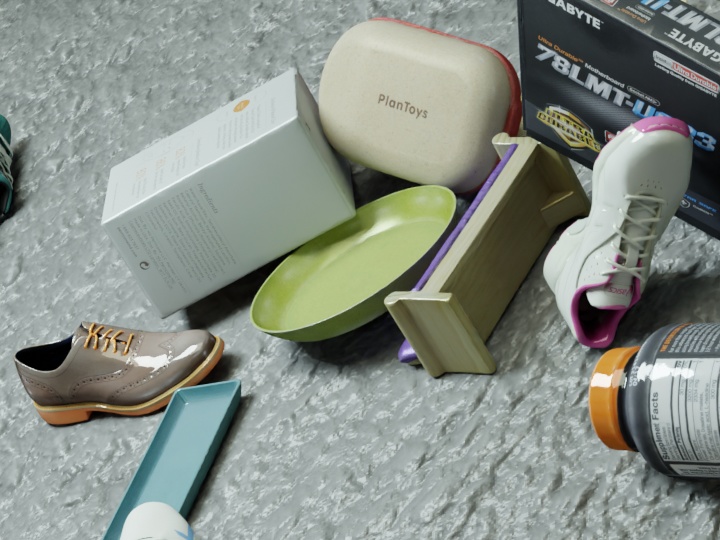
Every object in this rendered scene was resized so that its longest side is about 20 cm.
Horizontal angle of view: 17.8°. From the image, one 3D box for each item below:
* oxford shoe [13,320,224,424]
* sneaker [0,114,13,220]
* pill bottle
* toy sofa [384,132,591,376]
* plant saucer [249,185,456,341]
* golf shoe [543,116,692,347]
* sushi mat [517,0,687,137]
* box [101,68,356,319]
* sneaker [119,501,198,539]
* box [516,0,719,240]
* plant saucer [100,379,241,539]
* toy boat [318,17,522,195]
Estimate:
[{"bbox_3d":[-0.211,0.079,1.972,0.199,0.073,0.071,-16,35,25],"label":"oxford shoe"},{"bbox_3d":[-0.387,-0.092,2.377,0.080,0.072,0.201,-10,42,24],"label":"sneaker"},{"bbox_3d":[0.251,0.087,1.525,0.199,0.106,0.106,-1,43,40],"label":"pill bottle"},{"bbox_3d":[0.093,-0.014,1.827,0.097,0.083,0.200,2,45,41],"label":"toy sofa"},{"bbox_3d":[0.000,0.000,1.912,0.199,0.031,0.200,-29,21,12],"label":"plant saucer"},{"bbox_3d":[0.198,-0.025,1.692,0.075,0.200,0.092,8,46,-14],"label":"golf shoe"},{"bbox_3d":[0.210,-0.168,2.003,0.199,0.012,0.096,-29,32,5],"label":"sushi mat"},{"bbox_3d":[-0.116,-0.070,2.041,0.199,0.107,0.152,-27,20,8],"label":"box"},{"bbox_3d":[-0.154,0.237,1.699,0.071,0.073,0.200,-11,37,4],"label":"sneaker"},{"bbox_3d":[0.208,-0.134,1.715,0.200,0.199,0.050,32,66,24],"label":"box"},{"bbox_3d":[-0.153,0.168,1.854,0.070,0.019,0.200,-10,37,32],"label":"plant saucer"},{"bbox_3d":[0.064,-0.145,2.010,0.199,0.130,0.131,21,102,31],"label":"toy boat"}]
